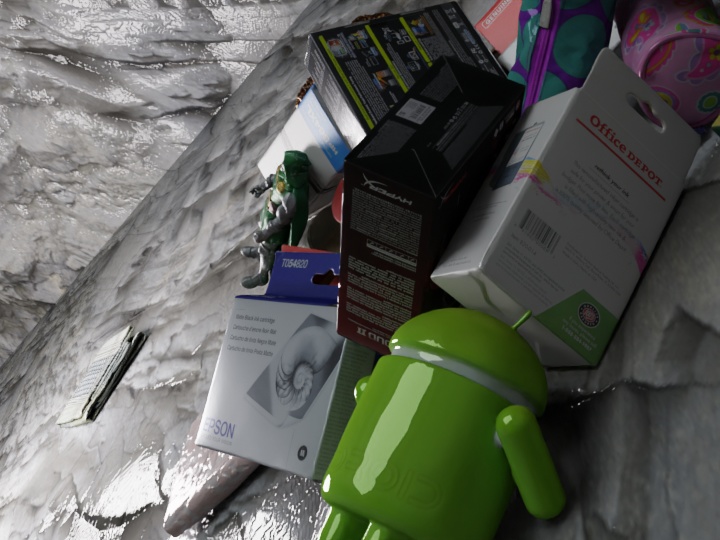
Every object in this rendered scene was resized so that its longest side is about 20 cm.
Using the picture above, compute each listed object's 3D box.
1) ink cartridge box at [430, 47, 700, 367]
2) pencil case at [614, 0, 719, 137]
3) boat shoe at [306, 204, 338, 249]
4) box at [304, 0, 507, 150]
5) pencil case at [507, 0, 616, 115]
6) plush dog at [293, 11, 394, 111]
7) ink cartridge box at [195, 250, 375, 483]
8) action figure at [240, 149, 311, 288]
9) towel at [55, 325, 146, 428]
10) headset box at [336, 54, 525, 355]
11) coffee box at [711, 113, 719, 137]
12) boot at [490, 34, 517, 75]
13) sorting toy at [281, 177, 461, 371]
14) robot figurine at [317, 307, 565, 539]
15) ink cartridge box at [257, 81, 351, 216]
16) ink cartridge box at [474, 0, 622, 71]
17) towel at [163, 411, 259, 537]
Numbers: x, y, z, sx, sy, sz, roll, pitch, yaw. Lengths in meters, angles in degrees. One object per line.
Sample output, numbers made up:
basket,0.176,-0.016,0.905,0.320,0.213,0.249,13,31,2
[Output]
ink cartridge box,0.151,-0.045,0.822,0.200,0.117,0.067,-59,20,-20
pencil case,0.249,-0.185,0.916,0.087,0.087,0.200,-43,20,26
boat shoe,-0.006,0.014,1.194,0.073,0.063,0.200,-36,41,19
box,0.060,-0.151,1.056,0.160,0.200,0.044,-18,-29,-20
pencil case,0.154,-0.149,0.954,0.085,0.092,0.201,15,98,32
plush dog,0.017,-0.211,1.387,0.200,0.172,0.160,-50,18,5
ink cartridge box,-0.059,0.074,1.012,0.199,0.040,0.201,1,74,53
action figure,-0.085,-0.057,1.177,0.200,0.054,0.119,116,154,-51
towel,-0.468,0.191,2.056,0.200,0.034,0.193,-20,36,58
headset box,0.050,-0.036,0.875,0.149,0.075,0.201,-50,-24,-39
coffee box,0.322,-0.157,0.731,0.200,0.044,0.123,-54,17,-5
boot,0.130,-0.136,1.167,0.200,0.072,0.167,-33,35,47
sorting toy,0.000,0.000,1.086,0.200,0.069,0.199,-49,38,12
robot figurine,0.049,0.113,0.753,0.175,0.116,0.201,1,62,56
ink cartridge box,-0.007,-0.143,1.196,0.146,0.085,0.200,-31,-3,-27
ink cartridge box,0.208,-0.263,1.081,0.200,0.045,0.176,-47,53,16
towel,-0.130,0.171,1.250,0.200,0.032,0.191,-44,18,22
